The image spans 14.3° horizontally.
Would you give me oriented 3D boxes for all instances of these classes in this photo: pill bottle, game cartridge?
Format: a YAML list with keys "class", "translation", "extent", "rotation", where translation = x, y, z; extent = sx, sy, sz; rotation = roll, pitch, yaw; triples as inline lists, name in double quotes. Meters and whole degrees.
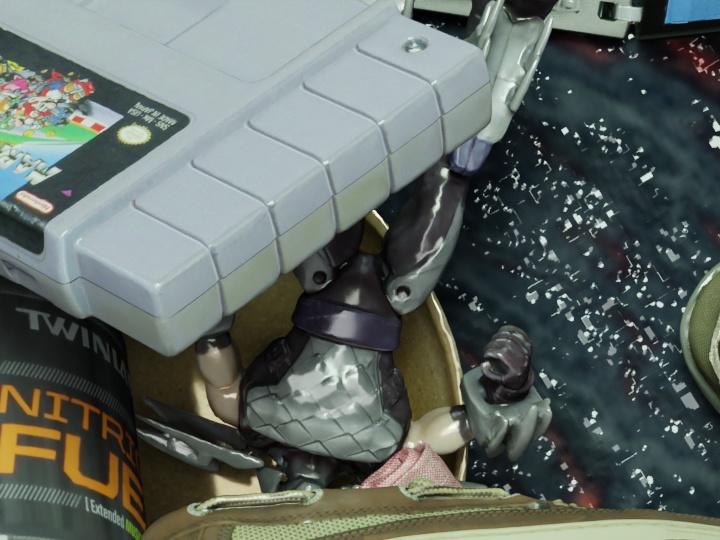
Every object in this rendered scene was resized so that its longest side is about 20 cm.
- class: "pill bottle"
  translation: [-0.116, 0.067, 0.835]
  extent: [0.106, 0.106, 0.200]
  rotation: [-12, 57, 2]
- class: "game cartridge"
  translation: [-0.078, -0.053, 0.803]
  extent: [0.200, 0.038, 0.130]
  rotation: [26, 47, 38]

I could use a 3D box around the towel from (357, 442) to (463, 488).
- class: "towel"
  translation: [0.026, 0.168, 0.877]
  extent: [0.144, 0.023, 0.200]
  rotation: [-41, 107, 1]

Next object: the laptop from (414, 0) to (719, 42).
- class: "laptop"
  translation: [0.073, -0.170, 0.909]
  extent: [0.200, 0.103, 0.178]
  rotation: [9, 84, 3]

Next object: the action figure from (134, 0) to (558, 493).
- class: "action figure"
  translation: [0.000, 0.000, 0.870]
  extent: [0.130, 0.069, 0.200]
  rotation: [14, 95, -13]

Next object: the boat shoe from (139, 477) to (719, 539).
- class: "boat shoe"
  translation: [0.033, 0.085, 0.808]
  extent: [0.202, 0.075, 0.075]
  rotation: [2, 125, -25]

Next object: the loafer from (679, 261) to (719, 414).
- class: "loafer"
  translation: [0.193, 0.052, 0.892]
  extent: [0.200, 0.070, 0.075]
  rotation: [29, 86, 6]

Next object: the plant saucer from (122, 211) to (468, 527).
- class: "plant saucer"
  translation: [-0.065, 0.054, 0.926]
  extent: [0.200, 0.035, 0.201]
  rotation: [0, 84, 3]
